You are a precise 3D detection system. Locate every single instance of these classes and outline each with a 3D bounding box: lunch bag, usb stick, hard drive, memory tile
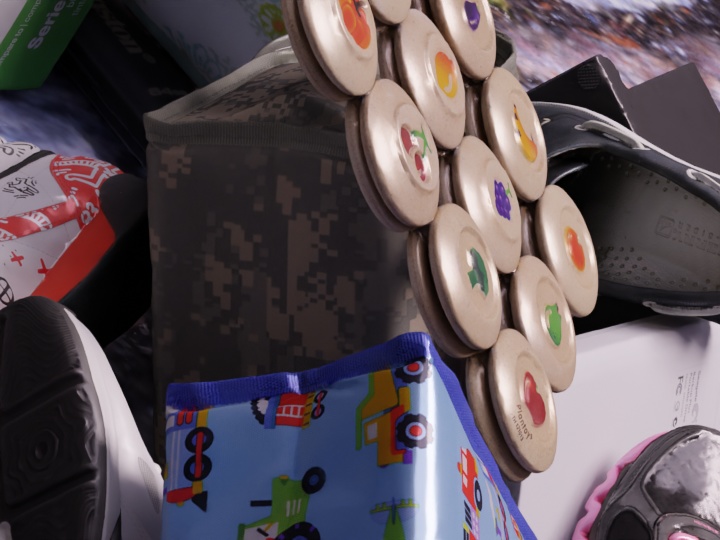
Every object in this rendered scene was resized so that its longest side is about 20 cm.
[{"bbox_3d":[0.000,0.000,1.055,0.117,0.164,0.200,6,17,19],"label":"lunch bag"},{"bbox_3d":[-0.126,-0.112,1.257,0.200,0.033,0.055,51,23,26],"label":"usb stick"},{"bbox_3d":[0.020,0.135,0.871,0.200,0.094,0.151,47,38,-51],"label":"lunch bag"},{"bbox_3d":[0.093,0.089,1.087,0.027,0.132,0.200,11,10,28],"label":"hard drive"},{"bbox_3d":[0.033,-0.043,0.949,0.200,0.017,0.153,64,25,-23],"label":"memory tile"}]

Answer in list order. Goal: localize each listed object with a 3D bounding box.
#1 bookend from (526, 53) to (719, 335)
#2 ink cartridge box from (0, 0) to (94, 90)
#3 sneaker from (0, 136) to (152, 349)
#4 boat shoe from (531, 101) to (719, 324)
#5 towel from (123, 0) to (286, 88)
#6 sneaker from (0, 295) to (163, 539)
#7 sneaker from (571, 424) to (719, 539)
[{"bbox_3d":[0.152,-0.004,1.275,0.200,0.092,0.199,63,30,0],"label":"bookend"},{"bbox_3d":[-0.219,-0.146,1.137,0.147,0.083,0.200,47,27,20],"label":"ink cartridge box"},{"bbox_3d":[-0.158,0.014,0.980,0.108,0.067,0.201,20,37,21],"label":"sneaker"},{"bbox_3d":[0.092,-0.028,1.135,0.200,0.076,0.060,14,3,34],"label":"boat shoe"},{"bbox_3d":[-0.067,-0.147,1.185,0.200,0.171,0.048,44,68,2],"label":"towel"},{"bbox_3d":[-0.070,0.110,0.899,0.115,0.076,0.201,21,48,-52],"label":"sneaker"},{"bbox_3d":[0.114,0.136,0.986,0.079,0.095,0.200,26,58,-12],"label":"sneaker"}]
